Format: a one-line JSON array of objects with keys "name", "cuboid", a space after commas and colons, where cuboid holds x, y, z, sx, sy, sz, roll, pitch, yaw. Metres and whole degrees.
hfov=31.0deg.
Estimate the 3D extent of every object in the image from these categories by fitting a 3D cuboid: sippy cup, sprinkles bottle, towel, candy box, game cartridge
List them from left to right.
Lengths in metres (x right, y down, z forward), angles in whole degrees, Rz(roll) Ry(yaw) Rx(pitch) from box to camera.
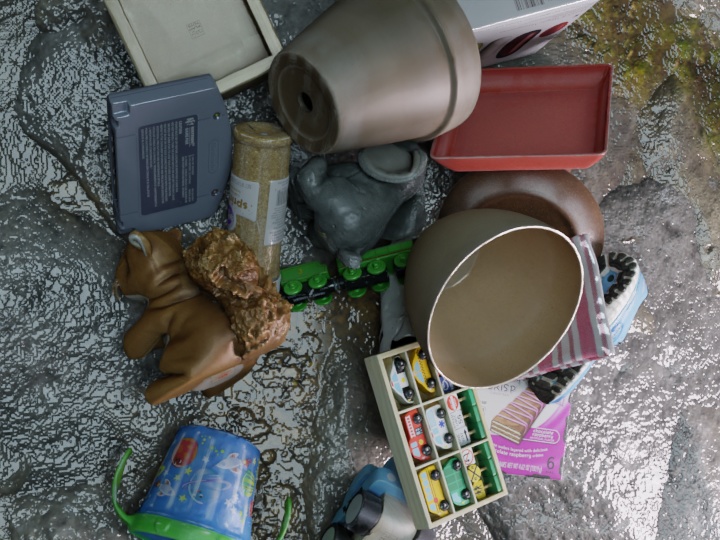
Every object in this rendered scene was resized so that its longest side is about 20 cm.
[{"name": "game cartridge", "cuboid": [-0.207, -0.127, 1.421, 0.133, 0.200, 0.041, -11, 52, -18]}, {"name": "sippy cup", "cuboid": [-0.173, 0.245, 1.435, 0.178, 0.139, 0.131, 32, 66, -38]}, {"name": "sprinkles bottle", "cuboid": [-0.116, -0.064, 1.455, 0.068, 0.068, 0.200, 0, 114, -16]}, {"name": "candy box", "cuboid": [0.185, 0.147, 1.575, 0.136, 0.061, 0.201, 9, 83, -17]}, {"name": "towel", "cuboid": [0.185, 0.051, 1.502, 0.200, 0.030, 0.147, -16, 79, 20]}]

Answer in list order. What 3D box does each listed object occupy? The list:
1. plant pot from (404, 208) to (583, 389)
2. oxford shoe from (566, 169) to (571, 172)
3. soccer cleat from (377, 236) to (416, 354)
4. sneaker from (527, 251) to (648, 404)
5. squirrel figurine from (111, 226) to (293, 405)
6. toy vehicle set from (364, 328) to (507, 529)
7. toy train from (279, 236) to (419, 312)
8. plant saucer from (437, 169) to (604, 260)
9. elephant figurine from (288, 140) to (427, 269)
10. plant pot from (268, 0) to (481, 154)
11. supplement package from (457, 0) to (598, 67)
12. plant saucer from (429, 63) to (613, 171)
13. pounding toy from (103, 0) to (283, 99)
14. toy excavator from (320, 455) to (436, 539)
[{"name": "plant pot", "cuboid": [0.126, 0.011, 1.432, 0.200, 0.134, 0.201, -15, 125, -23]}, {"name": "oxford shoe", "cuboid": [0.228, -0.172, 1.579, 0.074, 0.071, 0.200, 32, 51, -12]}, {"name": "soccer cleat", "cuboid": [0.054, 0.055, 1.530, 0.068, 0.085, 0.201, 9, 84, -16]}, {"name": "sneaker", "cuboid": [0.280, 0.080, 1.538, 0.200, 0.078, 0.090, -53, 134, 0]}, {"name": "squirrel figurine", "cuboid": [-0.178, 0.025, 1.421, 0.200, 0.141, 0.187, -34, 76, 27]}, {"name": "toy vehicle set", "cuboid": [0.086, 0.177, 1.462, 0.124, 0.026, 0.200, -16, 89, -37]}, {"name": "toy train", "cuboid": [0.000, 0.000, 1.510, 0.199, 0.056, 0.042, -14, 132, 0]}, {"name": "plant saucer", "cuboid": [0.188, -0.036, 1.538, 0.200, 0.037, 0.201, 5, 119, 9]}, {"name": "elephant figurine", "cuboid": [0.025, -0.105, 1.503, 0.200, 0.141, 0.155, -26, 92, -14]}, {"name": "plant pot", "cuboid": [0.000, -0.212, 1.406, 0.173, 0.200, 0.200, -30, 95, -32]}, {"name": "supplement package", "cuboid": [0.141, -0.331, 1.516, 0.191, 0.200, 0.147, -17, 86, -17]}, {"name": "plant saucer", "cuboid": [0.194, -0.175, 1.524, 0.199, 0.200, 0.037, 0, 127, 14]}, {"name": "pounding toy", "cuboid": [-0.184, -0.292, 1.471, 0.184, 0.142, 0.200, -26, 95, -5]}, {"name": "toy excavator", "cuboid": [0.040, 0.242, 1.512, 0.100, 0.200, 0.195, 28, 123, -15]}]
